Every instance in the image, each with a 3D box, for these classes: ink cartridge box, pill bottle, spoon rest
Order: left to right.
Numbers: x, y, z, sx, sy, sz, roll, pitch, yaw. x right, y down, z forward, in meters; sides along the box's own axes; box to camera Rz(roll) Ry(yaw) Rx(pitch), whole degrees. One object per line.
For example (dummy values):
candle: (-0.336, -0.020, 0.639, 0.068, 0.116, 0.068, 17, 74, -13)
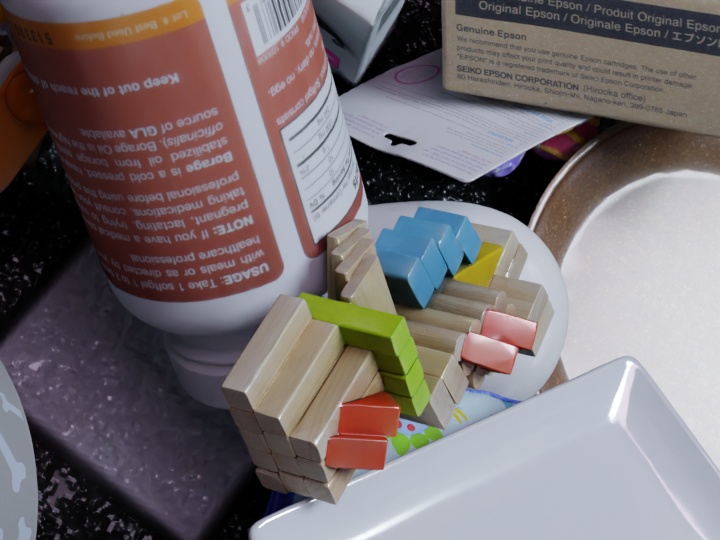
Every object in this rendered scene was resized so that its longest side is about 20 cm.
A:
pill bottle: (-0.060, -0.049, 0.734, 0.111, 0.201, 0.113, -11, 33, 7)
ink cartridge box: (-0.058, -0.159, 0.834, 0.173, 0.200, 0.044, 34, 88, -1)
spoon rest: (0.000, 0.000, 0.854, 0.198, 0.061, 0.100, 23, 95, -5)
ink cartridge box: (0.146, -0.150, 0.900, 0.163, 0.076, 0.200, 10, 37, 19)

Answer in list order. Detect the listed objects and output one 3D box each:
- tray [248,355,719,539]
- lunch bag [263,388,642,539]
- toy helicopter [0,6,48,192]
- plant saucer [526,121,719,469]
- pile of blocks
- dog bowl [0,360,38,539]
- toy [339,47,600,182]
tray: (0.060, 0.109, 0.720, 0.199, 0.022, 0.108, -20, 65, -32)
lunch bag: (0.039, 0.147, 0.771, 0.168, 0.127, 0.202, 14, 73, -12)
toy helicopter: (-0.135, -0.121, 0.787, 0.078, 0.201, 0.133, 9, 49, -13)
plant saucer: (0.166, 0.022, 0.900, 0.198, 0.037, 0.203, 2, 81, -10)
pile of blocks: (0.028, 0.020, 0.731, 0.062, 0.083, 0.200, 12, 28, 28)
dog bowl: (-0.204, 0.088, 0.691, 0.059, 0.199, 0.202, 16, 52, -60)
toy: (0.088, -0.083, 0.920, 0.199, 0.048, 0.115, -31, 36, -29)
